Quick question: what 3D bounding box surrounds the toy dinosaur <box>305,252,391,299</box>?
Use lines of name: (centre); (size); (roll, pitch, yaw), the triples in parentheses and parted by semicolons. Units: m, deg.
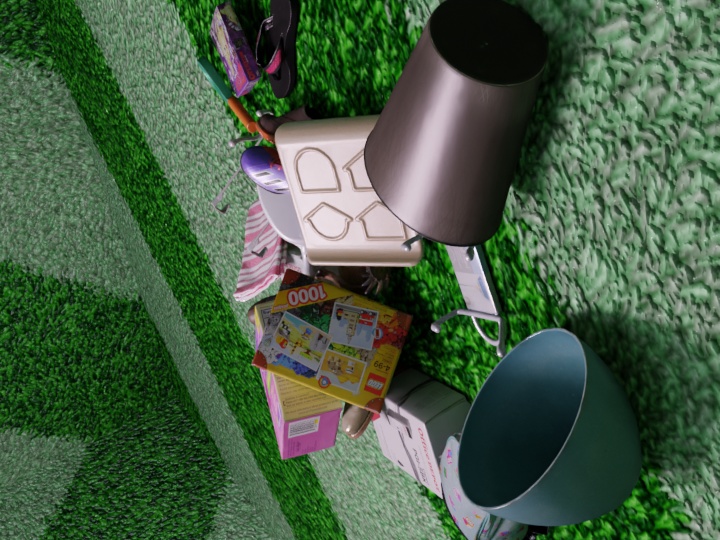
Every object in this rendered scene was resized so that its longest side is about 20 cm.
toy dinosaur: (0.000, 0.000, 1.265); (0.134, 0.086, 0.201); (30, 161, 14)

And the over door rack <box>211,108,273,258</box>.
over door rack: (-0.170, -0.144, 1.375); (0.148, 0.066, 0.202); (47, 114, 36)

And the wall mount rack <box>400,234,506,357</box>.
wall mount rack: (0.126, 0.018, 1.001); (0.173, 0.074, 0.203); (9, 124, 63)

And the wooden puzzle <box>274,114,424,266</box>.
wooden puzzle: (-0.010, -0.107, 1.126); (0.182, 0.046, 0.203); (1, 116, 28)

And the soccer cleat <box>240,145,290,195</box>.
soccer cleat: (-0.081, -0.133, 1.211); (0.198, 0.069, 0.073); (27, 164, 2)

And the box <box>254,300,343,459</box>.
box: (-0.105, 0.173, 1.365); (0.177, 0.095, 0.203); (102, 155, -60)

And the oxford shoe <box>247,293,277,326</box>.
oxford shoe: (-0.141, 0.075, 1.551); (0.199, 0.083, 0.074); (16, -116, -63)

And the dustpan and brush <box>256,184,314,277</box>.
dustpan and brush: (-0.088, -0.062, 1.303); (0.057, 0.137, 0.204); (-45, -45, -75)

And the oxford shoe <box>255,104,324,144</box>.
oxford shoe: (-0.087, -0.210, 1.247); (0.199, 0.070, 0.074); (31, 102, 45)

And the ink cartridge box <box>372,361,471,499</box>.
ink cartridge box: (0.096, 0.246, 1.308); (0.199, 0.082, 0.149); (20, 132, 60)

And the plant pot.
plant pot: (0.213, 0.182, 0.879); (0.134, 0.202, 0.200); (32, 164, -16)

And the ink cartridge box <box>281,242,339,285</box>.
ink cartridge box: (-0.065, 0.041, 1.442); (0.146, 0.082, 0.203); (20, 133, 61)

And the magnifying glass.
magnifying glass: (-0.235, -0.309, 1.482); (0.200, 0.022, 0.080); (50, 174, 33)

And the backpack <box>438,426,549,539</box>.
backpack: (0.175, 0.277, 1.112); (0.168, 0.125, 0.202); (53, 153, 31)

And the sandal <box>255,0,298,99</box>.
sandal: (-0.127, -0.329, 1.221); (0.076, 0.045, 0.201); (54, 156, 22)

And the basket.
basket: (0.094, -0.151, 0.819); (0.181, 0.135, 0.201); (50, 151, 20)

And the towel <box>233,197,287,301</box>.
towel: (-0.165, -0.058, 1.446); (0.146, 0.030, 0.203); (-31, 48, 50)

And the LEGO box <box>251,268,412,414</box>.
LEGO box: (-0.040, 0.103, 1.236); (0.197, 0.151, 0.077); (20, 175, 3)

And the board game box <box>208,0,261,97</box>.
board game box: (-0.201, -0.347, 1.341); (0.121, 0.032, 0.200); (63, 170, -10)

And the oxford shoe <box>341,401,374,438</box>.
oxford shoe: (-0.007, 0.156, 1.307); (0.070, 0.073, 0.204); (-6, 68, 53)
